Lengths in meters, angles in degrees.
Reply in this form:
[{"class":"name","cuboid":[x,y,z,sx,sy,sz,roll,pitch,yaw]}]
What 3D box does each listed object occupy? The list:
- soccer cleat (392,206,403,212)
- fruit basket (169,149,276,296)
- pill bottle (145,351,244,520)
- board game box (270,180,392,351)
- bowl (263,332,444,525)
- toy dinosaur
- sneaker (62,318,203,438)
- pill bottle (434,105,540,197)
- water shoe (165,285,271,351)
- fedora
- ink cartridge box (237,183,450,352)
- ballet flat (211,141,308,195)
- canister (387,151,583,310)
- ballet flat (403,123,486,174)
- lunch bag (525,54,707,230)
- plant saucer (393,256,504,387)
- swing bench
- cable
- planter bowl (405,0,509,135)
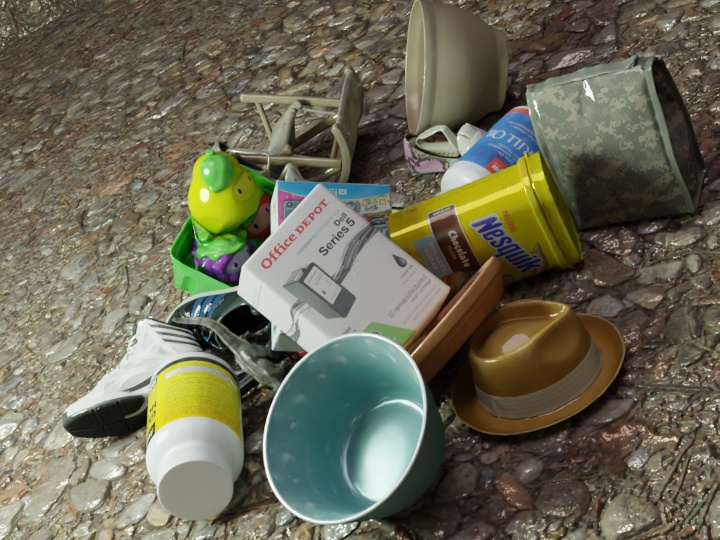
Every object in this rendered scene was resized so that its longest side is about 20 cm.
[{"class":"soccer cleat","cuboid":[-0.001,-0.056,1.862,0.199,0.068,0.081,-11,21,26]},{"class":"fruit basket","cuboid":[-0.170,-0.071,1.852,0.217,0.155,0.216,-62,2,5]},{"class":"pill bottle","cuboid":[-0.192,0.192,1.579,0.112,0.113,0.200,-23,30,6]},{"class":"board game box","cuboid":[-0.034,-0.005,1.659,0.146,0.064,0.202,1,65,-9]},{"class":"bowl","cuboid":[0.009,0.176,1.412,0.200,0.105,0.202,-17,59,30]},{"class":"toy dinosaur","cuboid":[-0.127,0.101,1.652,0.199,0.048,0.088,37,26,17]},{"class":"sneaker","cuboid":[-0.296,0.135,1.755,0.199,0.076,0.116,-22,53,-8]},{"class":"pill bottle","cuboid":[0.174,-0.113,1.758,0.112,0.113,0.200,12,49,48]},{"class":"water shoe","cuboid":[-0.189,0.068,1.783,0.199,0.072,0.079,-24,22,28]},{"class":"fedora","cuboid":[0.181,0.089,1.469,0.199,0.082,0.201,-19,31,12]},{"class":"ink cartridge box","cuboid":[-0.022,0.023,1.568,0.146,0.200,0.084,-48,-8,-22]},{"class":"ballet flat","cuboid":[-0.126,-0.133,1.967,0.199,0.064,0.067,20,14,-4]},{"class":"canister","cuboid":[0.149,-0.041,1.633,0.199,0.149,0.087,-21,39,15]},{"class":"ballet flat","cuboid":[0.137,-0.172,1.920,0.199,0.071,0.069,4,41,42]},{"class":"lunch bag","cuboid":[0.307,-0.164,1.643,0.163,0.201,0.118,-9,35,30]},{"class":"plant saucer","cuboid":[0.096,0.070,1.526,0.200,0.037,0.200,-49,-3,-3]},{"class":"swing bench","cuboid":[-0.089,-0.193,2.082,0.198,0.130,0.200,-12,32,15]},{"class":"cable","cuboid":[-0.107,0.122,1.716,0.200,0.050,0.097,-44,49,-5]},{"class":"planter bowl","cuboid":[0.144,-0.296,2.012,0.133,0.202,0.201,1,31,-5]}]
